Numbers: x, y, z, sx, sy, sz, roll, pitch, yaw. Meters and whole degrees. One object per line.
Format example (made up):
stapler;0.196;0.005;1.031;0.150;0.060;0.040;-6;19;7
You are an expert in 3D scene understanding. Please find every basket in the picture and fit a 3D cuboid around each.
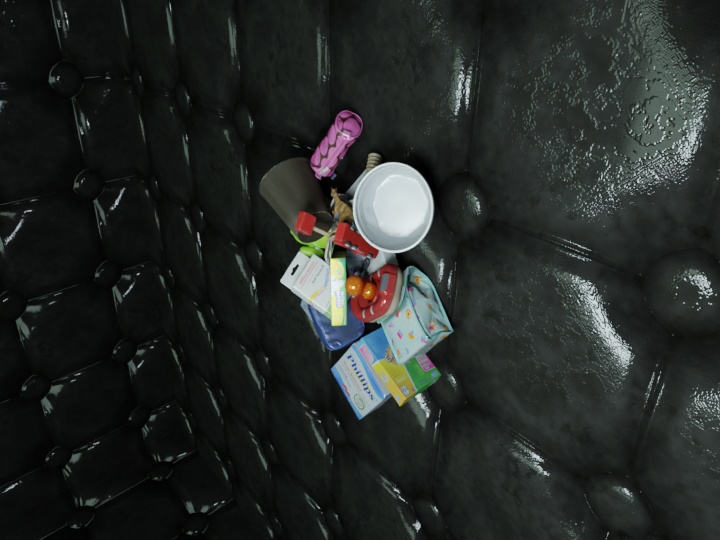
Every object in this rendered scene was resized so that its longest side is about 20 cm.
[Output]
basket;-0.166;-0.190;1.508;0.203;0.176;0.138;56;165;30

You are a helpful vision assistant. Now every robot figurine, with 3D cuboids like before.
robot figurine;-0.131;-0.132;1.629;0.197;0.113;0.183;13;95;48

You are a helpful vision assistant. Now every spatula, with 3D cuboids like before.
spatula;0.000;0.000;1.474;0.058;0.020;0.200;62;160;10

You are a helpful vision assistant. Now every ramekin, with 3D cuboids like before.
ramekin;0.086;-0.150;1.291;0.192;0.105;0.209;2;98;16

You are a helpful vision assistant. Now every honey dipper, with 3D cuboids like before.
honey dipper;0.021;-0.198;1.378;0.037;0.037;0.208;-10;66;52

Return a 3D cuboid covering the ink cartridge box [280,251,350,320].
ink cartridge box;-0.124;0.038;1.568;0.197;0.119;0.067;35;164;-4

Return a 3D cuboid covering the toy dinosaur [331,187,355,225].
toy dinosaur;-0.031;-0.143;1.421;0.199;0.059;0.109;41;132;31

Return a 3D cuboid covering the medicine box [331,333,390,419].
medicine box;0.022;0.324;1.661;0.185;0.101;0.201;57;143;16

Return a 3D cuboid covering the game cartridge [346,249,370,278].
game cartridge;0.011;0.021;1.559;0.132;0.039;0.207;15;124;64

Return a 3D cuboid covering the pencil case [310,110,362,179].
pencil case;-0.067;-0.337;1.469;0.089;0.095;0.200;33;143;-8

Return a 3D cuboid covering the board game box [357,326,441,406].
board game box;0.105;0.245;1.476;0.201;0.150;0.041;51;138;21

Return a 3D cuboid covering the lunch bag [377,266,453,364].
lunch bag;0.127;0.112;1.412;0.171;0.119;0.205;-48;62;51

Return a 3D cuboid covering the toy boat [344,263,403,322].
toy boat;0.018;0.052;1.391;0.199;0.127;0.135;-35;38;61

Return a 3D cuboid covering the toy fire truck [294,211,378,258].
toy fire truck;-0.056;-0.087;1.377;0.138;0.197;0.050;12;81;43

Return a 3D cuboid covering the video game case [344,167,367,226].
video game case;0.024;-0.158;1.496;0.199;0.022;0.187;-39;75;52

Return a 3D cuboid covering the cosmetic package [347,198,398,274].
cosmetic package;0.034;-0.101;1.449;0.081;0.050;0.207;-10;98;52

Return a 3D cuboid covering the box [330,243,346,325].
box;-0.059;0.032;1.458;0.118;0.046;0.209;-102;9;-79

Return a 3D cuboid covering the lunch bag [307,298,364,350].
lunch bag;-0.083;0.138;1.662;0.206;0.132;0.132;65;166;7

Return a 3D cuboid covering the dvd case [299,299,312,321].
dvd case;-0.135;0.140;1.845;0.201;0.017;0.145;50;140;25

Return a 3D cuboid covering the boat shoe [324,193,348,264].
boat shoe;-0.059;-0.108;1.519;0.059;0.069;0.208;-143;59;-61
